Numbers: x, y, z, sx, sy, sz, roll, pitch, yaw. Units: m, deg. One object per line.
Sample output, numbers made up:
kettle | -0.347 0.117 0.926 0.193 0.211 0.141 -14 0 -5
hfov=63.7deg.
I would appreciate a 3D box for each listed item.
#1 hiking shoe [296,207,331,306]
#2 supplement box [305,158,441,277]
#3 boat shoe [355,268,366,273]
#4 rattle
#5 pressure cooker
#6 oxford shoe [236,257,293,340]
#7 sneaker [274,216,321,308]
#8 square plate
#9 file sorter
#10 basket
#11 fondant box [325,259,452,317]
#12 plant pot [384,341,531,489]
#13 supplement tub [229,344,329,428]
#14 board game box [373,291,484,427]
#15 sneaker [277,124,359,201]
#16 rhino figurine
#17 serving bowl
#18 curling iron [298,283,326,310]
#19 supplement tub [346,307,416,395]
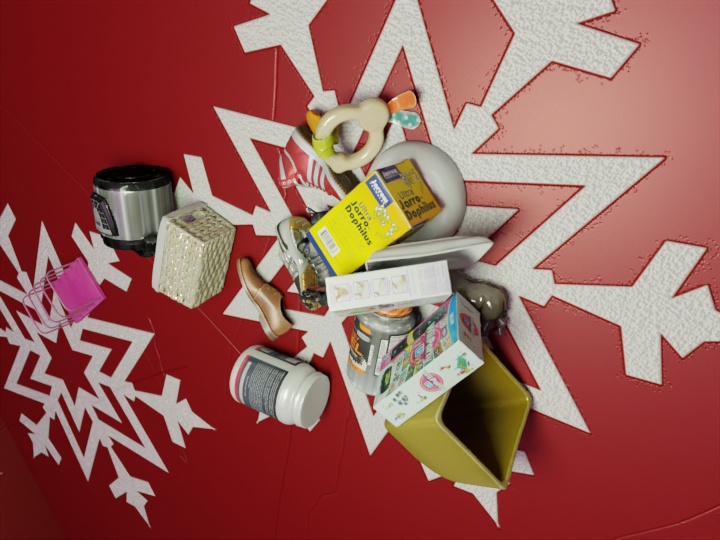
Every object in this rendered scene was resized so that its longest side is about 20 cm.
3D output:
hiking shoe | -0.079 -0.028 1.171 0.099 0.076 0.203 11 106 8
supplement box | 0.019 -0.082 0.994 0.200 0.109 0.110 -37 85 41
boat shoe | 0.000 0.000 1.147 0.071 0.068 0.202 18 118 24
rattle | 0.004 -0.280 1.057 0.199 0.143 0.130 -37 114 17
pressure cooker | -0.521 -0.131 1.352 0.176 0.176 0.202 4 115 1
oxford shoe | -0.215 0.053 1.317 0.071 0.071 0.202 -28 94 8
sneaker | -0.126 -0.016 1.228 0.087 0.075 0.203 0 106 47
square plate | 0.105 -0.021 0.966 0.197 0.198 0.029 -8 81 0
file sorter | -0.865 0.080 1.680 0.199 0.125 0.140 -30 92 36
basket | -0.380 -0.032 1.332 0.123 0.135 0.202 29 122 13
fondant box | 0.048 0.034 0.979 0.197 0.144 0.059 -9 81 2
plant pot | 0.160 0.262 1.065 0.194 0.196 0.199 46 141 -17
supplement tub | -0.185 0.264 1.325 0.198 0.140 0.142 17 118 25
board game box | 0.115 0.151 0.989 0.064 0.148 0.200 40 116 -14
sneaker | -0.085 -0.173 1.128 0.201 0.071 0.113 51 123 13
rhino figurine | 0.176 0.049 1.064 0.198 0.060 0.088 20 115 26
serving bowl | 0.086 -0.127 1.044 0.198 0.066 0.203 12 115 28
curling iron | -0.030 0.036 1.117 0.198 0.026 0.050 -15 60 19
supplement tub | 0.042 0.134 1.142 0.121 0.122 0.202 21 119 23
